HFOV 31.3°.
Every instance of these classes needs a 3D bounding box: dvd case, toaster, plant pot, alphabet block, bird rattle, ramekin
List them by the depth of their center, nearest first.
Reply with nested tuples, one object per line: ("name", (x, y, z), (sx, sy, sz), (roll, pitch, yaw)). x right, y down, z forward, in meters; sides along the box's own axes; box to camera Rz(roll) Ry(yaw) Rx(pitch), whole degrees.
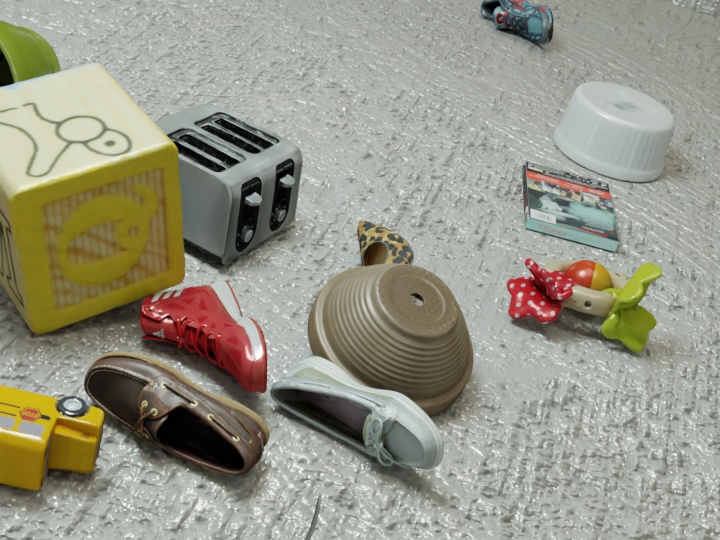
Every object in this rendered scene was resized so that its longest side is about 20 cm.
("alphabet block", (-0.324, -0.084, 1.427), (0.194, 0.198, 0.200), (-21, 45, -24))
("plant pot", (0.047, 0.060, 1.454), (0.199, 0.093, 0.202), (13, 47, -15))
("toaster", (-0.193, -0.118, 1.659), (0.199, 0.120, 0.181), (27, 31, 19))
("plant pot", (-0.491, -0.247, 1.679), (0.199, 0.202, 0.193), (21, 19, 8))
("bird rattle", (0.292, 0.032, 1.696), (0.198, 0.114, 0.163), (5, 18, 6))
("dvd case", (0.321, -0.102, 1.983), (0.145, 0.022, 0.201), (15, 29, -3))
("ramekin", (0.439, -0.243, 2.197), (0.198, 0.098, 0.201), (12, 31, -7))

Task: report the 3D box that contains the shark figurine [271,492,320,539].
("shark figurine", (-0.113, 0.261, 1.106), (0.213, 0.090, 0.128), (-4, 37, -28))

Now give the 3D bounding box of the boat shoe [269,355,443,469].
("boat shoe", (-0.003, 0.157, 1.349), (0.201, 0.075, 0.065), (29, 38, 28))

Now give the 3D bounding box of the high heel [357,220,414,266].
("high heel", (0.000, 0.000, 1.600), (0.141, 0.072, 0.201), (3, 41, -34))

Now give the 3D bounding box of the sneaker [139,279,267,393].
("sneaker", (-0.177, 0.080, 1.403), (0.114, 0.079, 0.200), (-7, 24, -21))

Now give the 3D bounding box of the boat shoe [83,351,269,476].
("boat shoe", (-0.188, 0.143, 1.276), (0.198, 0.071, 0.070), (20, 26, 7))

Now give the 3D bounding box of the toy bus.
("toy bus", (-0.344, 0.149, 1.195), (0.198, 0.066, 0.079), (14, 30, -4))

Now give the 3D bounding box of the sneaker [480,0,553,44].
("sneaker", (0.315, -0.508, 2.617), (0.095, 0.080, 0.200), (-13, 31, -25))
